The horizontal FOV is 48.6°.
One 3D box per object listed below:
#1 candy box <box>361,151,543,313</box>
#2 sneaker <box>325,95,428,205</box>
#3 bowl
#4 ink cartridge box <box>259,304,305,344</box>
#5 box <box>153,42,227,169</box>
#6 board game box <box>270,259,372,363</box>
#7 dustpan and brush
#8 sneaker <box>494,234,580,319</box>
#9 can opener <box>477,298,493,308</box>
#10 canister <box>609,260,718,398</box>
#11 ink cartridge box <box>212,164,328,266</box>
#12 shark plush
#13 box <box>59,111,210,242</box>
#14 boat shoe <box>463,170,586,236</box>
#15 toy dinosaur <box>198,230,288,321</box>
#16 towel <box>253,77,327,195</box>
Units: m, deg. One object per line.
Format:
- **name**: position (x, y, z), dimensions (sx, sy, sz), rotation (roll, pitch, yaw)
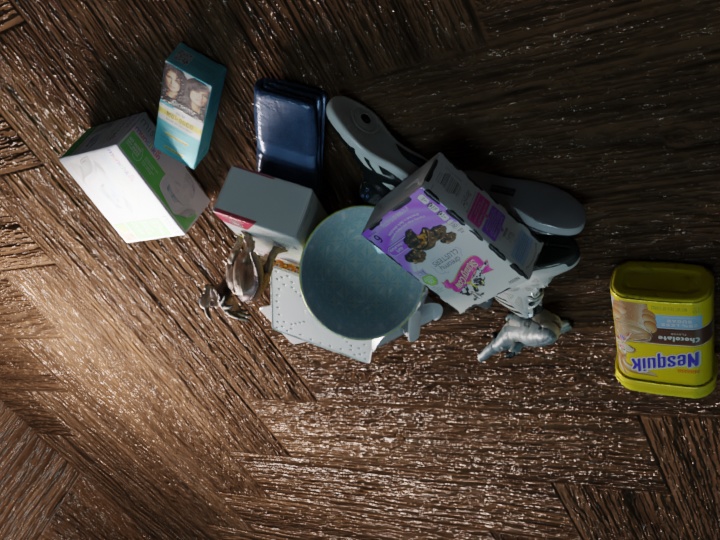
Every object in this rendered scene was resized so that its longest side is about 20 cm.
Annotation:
- **candy box**: position (0.127, -0.045, 1.120), dimensions (0.199, 0.072, 0.167), rotation (38, 146, -12)
- **sneaker**: position (0.009, -0.157, 1.167), dimensions (0.199, 0.074, 0.112), rotation (37, 141, -14)
- **bowl**: position (0.000, 0.000, 1.251), dimensions (0.198, 0.202, 0.108), rotation (32, -178, -6)
- **ink cartridge box**: position (-0.083, 0.067, 1.497), dimensions (0.198, 0.067, 0.116), rotation (-14, 127, 42)
- **box**: position (-0.271, -0.254, 1.255), dimensions (0.081, 0.050, 0.201), rotation (29, 144, -1)
- **board game box**: position (-0.063, 0.074, 1.408), dimensions (0.196, 0.026, 0.202), rotation (18, 145, 7)
- **dustpan and brush**: position (0.088, 0.069, 1.330), dimensions (0.058, 0.138, 0.202), rotation (52, 157, 34)
- **sneaker**: position (0.268, 0.010, 1.202), dimensions (0.115, 0.076, 0.199), rotation (45, 150, -23)
- **can opener**: position (0.128, 0.003, 1.296), dimensions (0.197, 0.053, 0.067), rotation (23, 148, 6)
- **canister**: position (0.444, 0.086, 1.166), dimensions (0.146, 0.087, 0.202), rotation (4, 136, 28)
- **ink cartridge box**: position (-0.130, -0.078, 1.283), dimensions (0.142, 0.085, 0.200), rotation (17, 167, 15)
- **shark plush**: position (0.254, 0.106, 1.312), dimensions (0.198, 0.084, 0.091), rotation (-19, 124, 45)
- **box**: position (-0.395, -0.160, 1.409), dimensions (0.174, 0.097, 0.202), rotation (-2, 133, 38)
- **boat shoe**: position (0.219, -0.082, 1.125), dimensions (0.196, 0.073, 0.066), rotation (14, 146, 19)
- **toy dinosaur**: position (-0.185, 0.020, 1.268), dimensions (0.085, 0.138, 0.199), rotation (25, 167, -19)
- **towel**: position (-0.108, -0.199, 1.215), dimensions (0.110, 0.049, 0.202), rotation (19, 143, 10)
